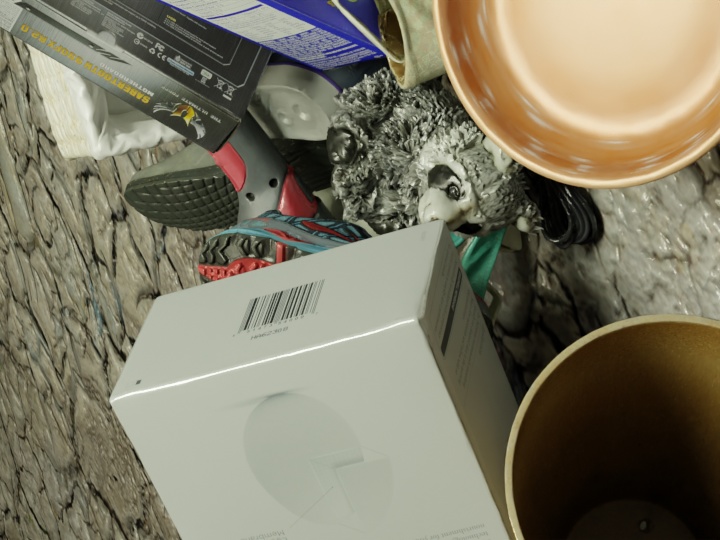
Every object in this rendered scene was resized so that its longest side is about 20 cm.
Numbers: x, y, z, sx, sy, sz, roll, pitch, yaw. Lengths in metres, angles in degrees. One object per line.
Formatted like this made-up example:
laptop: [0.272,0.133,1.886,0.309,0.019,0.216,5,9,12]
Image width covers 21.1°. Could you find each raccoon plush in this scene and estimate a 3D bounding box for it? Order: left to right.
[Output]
raccoon plush: [0.062,-0.102,1.219,0.133,0.202,0.097,-1,150,29]

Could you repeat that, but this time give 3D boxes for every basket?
basket: [-0.167,-0.205,1.545,0.161,0.196,0.202,2,109,68]

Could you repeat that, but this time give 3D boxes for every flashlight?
flashlight: [-0.093,-0.080,1.328,0.068,0.068,0.200,-4,133,50]

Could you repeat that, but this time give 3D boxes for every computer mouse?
computer mouse: [0.138,-0.093,1.134,0.200,0.043,0.111,126,128,-69]

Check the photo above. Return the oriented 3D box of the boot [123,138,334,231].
boot: [-0.082,-0.111,1.448,0.068,0.198,0.132,43,-138,-44]

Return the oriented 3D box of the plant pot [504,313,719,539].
plant pot: [0.166,0.150,1.098,0.200,0.185,0.188,91,153,-66]

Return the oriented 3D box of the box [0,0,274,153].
box: [-0.142,-0.192,1.238,0.048,0.199,0.159,-41,23,53]

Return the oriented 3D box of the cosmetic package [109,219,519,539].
cosmetic package: [-0.012,0.103,1.168,0.123,0.197,0.202,-72,-36,-59]

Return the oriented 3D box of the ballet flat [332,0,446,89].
ballet flat: [0.000,-0.194,1.152,0.201,0.062,0.067,56,179,-24]

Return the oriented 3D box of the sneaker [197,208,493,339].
sneaker: [0.000,0.000,1.246,0.198,0.096,0.080,18,121,17]

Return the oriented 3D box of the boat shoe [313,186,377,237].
boat shoe: [0.013,-0.054,1.404,0.073,0.061,0.201,-58,28,30]

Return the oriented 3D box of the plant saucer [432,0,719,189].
plant saucer: [0.131,-0.145,1.017,0.198,0.037,0.203,7,103,32]

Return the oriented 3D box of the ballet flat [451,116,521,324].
ballet flat: [0.069,-0.006,1.293,0.067,0.070,0.202,20,92,52]

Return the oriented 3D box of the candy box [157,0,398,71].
candy box: [-0.063,-0.235,1.191,0.077,0.199,0.171,-10,70,42]

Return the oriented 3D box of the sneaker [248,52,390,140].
sneaker: [-0.045,-0.169,1.370,0.199,0.147,0.081,13,148,45]
